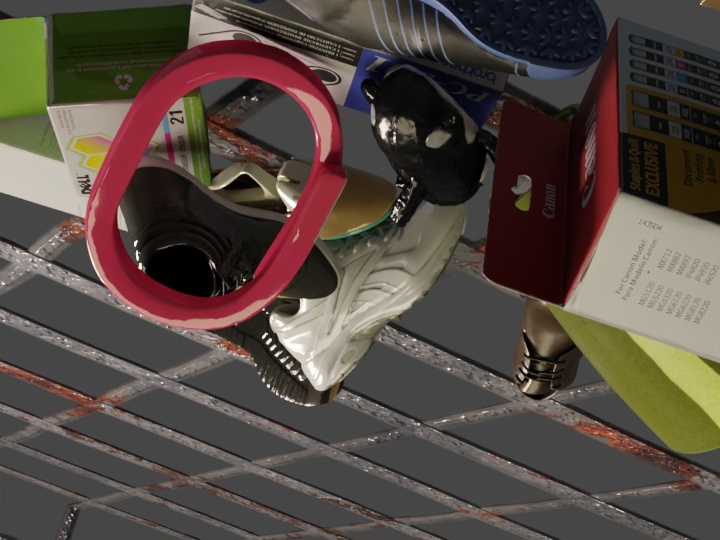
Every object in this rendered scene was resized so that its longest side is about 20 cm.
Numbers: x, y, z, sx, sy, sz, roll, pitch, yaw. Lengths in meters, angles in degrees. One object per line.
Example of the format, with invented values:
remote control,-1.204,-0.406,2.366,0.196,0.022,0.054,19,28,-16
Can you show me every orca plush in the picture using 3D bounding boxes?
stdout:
orca plush,0.030,-0.064,0.966,0.105,0.071,0.200,33,174,0

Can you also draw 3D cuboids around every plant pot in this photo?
plant pot,0.189,-0.013,1.013,0.200,0.187,0.187,37,155,-13

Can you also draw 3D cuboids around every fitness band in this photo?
fitness band,-0.093,-0.053,0.991,0.144,0.037,0.200,26,113,-13

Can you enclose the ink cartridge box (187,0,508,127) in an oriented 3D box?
ink cartridge box,-0.008,-0.144,0.983,0.200,0.044,0.094,18,161,-3

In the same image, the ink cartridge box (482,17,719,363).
ink cartridge box,0.167,-0.051,0.853,0.176,0.200,0.084,18,125,-4

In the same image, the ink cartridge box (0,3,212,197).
ink cartridge box,-0.210,-0.112,1.082,0.200,0.076,0.148,-6,159,-4

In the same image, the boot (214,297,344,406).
boot,-0.033,0.059,1.388,0.138,0.077,0.200,6,-157,-35

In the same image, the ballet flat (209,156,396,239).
ballet flat,-0.062,-0.059,1.217,0.200,0.069,0.063,-5,136,41

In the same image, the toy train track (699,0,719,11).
toy train track,0.277,-0.132,0.821,0.200,0.033,0.115,15,153,-12

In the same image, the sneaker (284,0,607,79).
sneaker,0.042,-0.156,0.893,0.200,0.070,0.078,23,164,1

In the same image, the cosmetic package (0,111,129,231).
cosmetic package,-0.259,-0.109,1.216,0.200,0.081,0.113,19,159,-3

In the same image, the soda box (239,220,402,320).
soda box,-0.056,-0.015,1.312,0.200,0.068,0.064,10,161,17

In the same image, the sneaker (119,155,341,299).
sneaker,-0.091,0.000,1.104,0.200,0.099,0.071,28,124,-35

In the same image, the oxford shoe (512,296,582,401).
oxford shoe,0.168,0.064,1.324,0.073,0.084,0.200,15,158,11

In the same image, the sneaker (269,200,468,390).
sneaker,0.000,0.000,1.204,0.099,0.200,0.078,42,-163,-1
